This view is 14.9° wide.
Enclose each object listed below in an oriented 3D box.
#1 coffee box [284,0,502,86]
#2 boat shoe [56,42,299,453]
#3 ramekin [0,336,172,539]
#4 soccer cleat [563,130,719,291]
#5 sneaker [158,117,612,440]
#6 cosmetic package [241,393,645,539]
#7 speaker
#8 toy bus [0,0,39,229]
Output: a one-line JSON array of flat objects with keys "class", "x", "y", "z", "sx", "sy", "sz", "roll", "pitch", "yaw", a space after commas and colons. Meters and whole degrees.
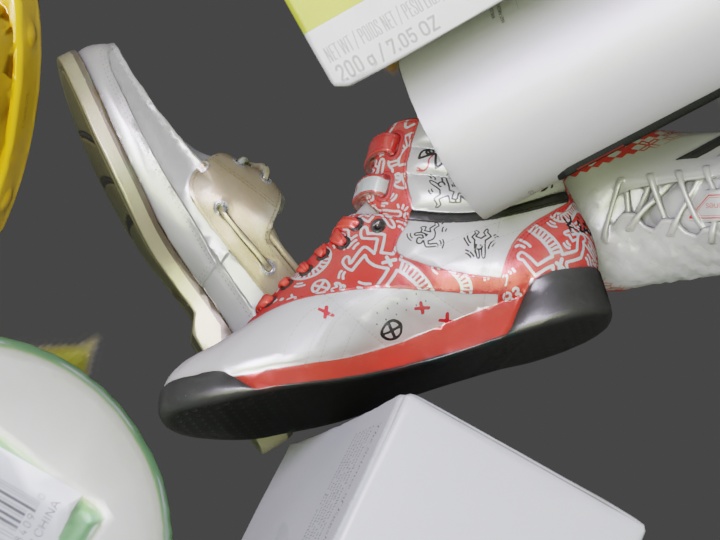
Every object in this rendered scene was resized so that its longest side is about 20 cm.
[{"class": "coffee box", "x": 0.033, "y": -0.214, "z": 1.133, "sx": 0.199, "sy": 0.200, "sz": 0.198, "roll": -28, "pitch": 96, "yaw": 8}, {"class": "boat shoe", "x": -0.066, "y": -0.020, "z": 1.246, "sx": 0.068, "sy": 0.075, "sz": 0.201, "roll": -30, "pitch": 96, "yaw": -7}, {"class": "ramekin", "x": -0.178, "y": 0.124, "z": 1.215, "sx": 0.199, "sy": 0.098, "sz": 0.201, "roll": 5, "pitch": 74, "yaw": -17}, {"class": "soccer cleat", "x": 0.161, "y": -0.030, "z": 1.214, "sx": 0.199, "sy": 0.085, "sz": 0.069, "roll": -9, "pitch": 99, "yaw": 6}, {"class": "sneaker", "x": 0.001, "y": 0.000, "z": 1.199, "sx": 0.200, "sy": 0.067, "sz": 0.108, "roll": -15, "pitch": 70, "yaw": -2}, {"class": "cosmetic package", "x": 0.001, "y": 0.176, "z": 1.167, "sx": 0.123, "sy": 0.200, "sz": 0.200, "roll": 29, "pitch": 75, "yaw": -7}, {"class": "speaker", "x": 0.117, "y": -0.100, "z": 1.124, "sx": 0.199, "sy": 0.081, "sz": 0.081, "roll": -28, "pitch": 97, "yaw": 11}, {"class": "toy bus", "x": -0.259, "y": -0.076, "z": 1.174, "sx": 0.199, "sy": 0.192, "sz": 0.136, "roll": 12, "pitch": 102, "yaw": 10}]
